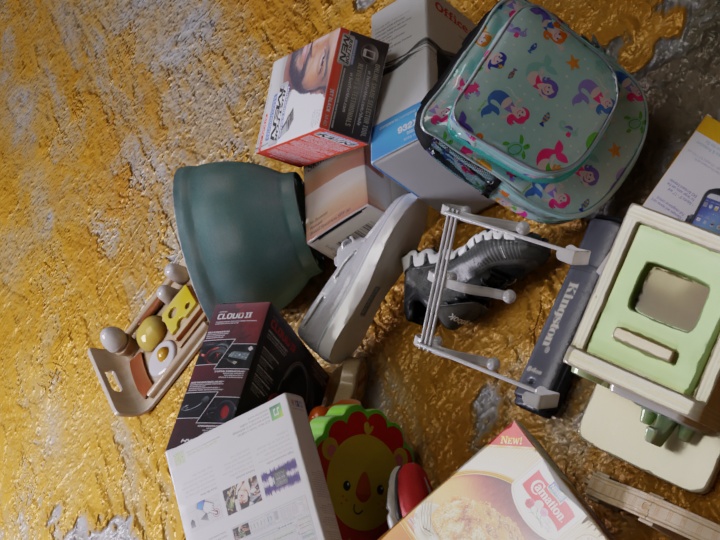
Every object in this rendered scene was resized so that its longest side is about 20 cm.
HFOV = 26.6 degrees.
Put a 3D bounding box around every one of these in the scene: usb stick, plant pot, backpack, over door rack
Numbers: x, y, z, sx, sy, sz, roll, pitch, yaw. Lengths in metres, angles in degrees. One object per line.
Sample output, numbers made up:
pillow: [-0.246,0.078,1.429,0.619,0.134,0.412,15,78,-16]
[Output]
usb stick: [0.202,0.042,1.439,0.055,0.032,0.202,18,81,50]
plant pot: [-0.118,-0.038,1.739,0.133,0.201,0.202,-15,51,8]
backpack: [0.172,-0.145,1.449,0.178,0.199,0.151,-54,6,-7]
over door rack: [0.137,0.031,1.425,0.199,0.066,0.150,24,107,52]

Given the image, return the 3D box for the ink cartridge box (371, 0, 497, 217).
ink cartridge box: [0.086,-0.177,1.615,0.083,0.145,0.202,-25,50,35]

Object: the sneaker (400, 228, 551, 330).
sneaker: [0.113,0.015,1.533,0.199,0.066,0.092,-14,60,47]

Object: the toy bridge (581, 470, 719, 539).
toy bridge: [0.254,0.204,1.253,0.199,0.067,0.027,19,81,51]

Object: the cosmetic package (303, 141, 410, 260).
cosmetic package: [-0.003,-0.116,1.720,0.103,0.087,0.202,-32,46,32]

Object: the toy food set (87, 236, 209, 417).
toy food set: [-0.262,0.068,1.912,0.201,0.060,0.144,-51,39,12]

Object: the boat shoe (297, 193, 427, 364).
boat shoe: [0.000,0.000,1.620,0.068,0.072,0.202,31,97,29]

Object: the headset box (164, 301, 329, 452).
headset box: [-0.111,0.139,1.590,0.074,0.149,0.202,-3,53,28]

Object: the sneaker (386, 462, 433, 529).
sneaker: [0.088,0.260,1.408,0.085,0.077,0.201,-35,55,18]

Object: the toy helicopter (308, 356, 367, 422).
toy helicopter: [-0.031,0.165,1.558,0.078,0.133,0.201,4,48,18]

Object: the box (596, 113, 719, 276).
box: [0.300,-0.027,1.362,0.201,0.041,0.119,-56,45,8]

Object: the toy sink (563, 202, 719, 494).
toy sink: [0.255,0.066,1.262,0.129,0.112,0.202,24,90,31]

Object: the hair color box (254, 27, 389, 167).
hair color box: [-0.045,-0.183,1.637,0.200,0.063,0.112,-9,68,65]

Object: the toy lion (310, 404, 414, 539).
toy lion: [-0.026,0.225,1.454,0.068,0.199,0.194,-7,81,47]

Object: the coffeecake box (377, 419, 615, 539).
coffeecake box: [0.112,0.257,1.310,0.200,0.073,0.154,-41,59,5]

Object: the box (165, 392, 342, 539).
box: [-0.090,0.230,1.358,0.143,0.036,0.202,-26,66,24]
